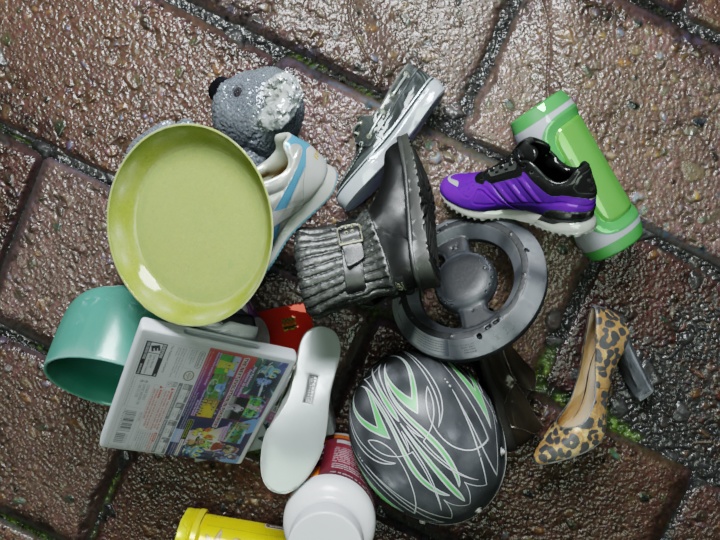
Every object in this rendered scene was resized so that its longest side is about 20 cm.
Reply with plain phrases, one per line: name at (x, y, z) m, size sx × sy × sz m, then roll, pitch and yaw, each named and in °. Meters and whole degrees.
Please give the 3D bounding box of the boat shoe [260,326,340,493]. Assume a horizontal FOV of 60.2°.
boat shoe at (-0.068, 0.172, 0.765) m, size 0.069 × 0.064 × 0.203 m, roll 18°, pitch 69°, yaw 0°

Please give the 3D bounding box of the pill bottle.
pill bottle at (-0.035, 0.290, 0.768) m, size 0.110 × 0.200 × 0.116 m, roll 0°, pitch 96°, yaw 2°

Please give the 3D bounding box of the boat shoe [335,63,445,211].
boat shoe at (0.024, -0.170, 0.789) m, size 0.071 × 0.072 × 0.201 m, roll 37°, pitch 86°, yaw 6°

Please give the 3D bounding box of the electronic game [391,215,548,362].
electronic game at (0.129, 0.016, 0.757) m, size 0.198 × 0.201 × 0.042 m, roll -34°, pitch 139°, yaw 6°

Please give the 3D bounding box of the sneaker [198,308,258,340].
sneaker at (-0.192, -0.001, 0.744) m, size 0.197 × 0.075 × 0.115 m, roll 27°, pitch 88°, yaw 17°

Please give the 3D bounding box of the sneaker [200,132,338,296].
sneaker at (-0.116, -0.057, 0.677) m, size 0.081 × 0.076 × 0.201 m, roll 39°, pitch 89°, yaw -35°

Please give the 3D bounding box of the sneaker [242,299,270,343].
sneaker at (-0.180, 0.067, 0.810) m, size 0.098 × 0.075 × 0.203 m, roll -24°, pitch 76°, yaw 12°

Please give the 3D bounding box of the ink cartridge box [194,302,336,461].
ink cartridge box at (-0.145, 0.149, 0.836) m, size 0.196 × 0.044 × 0.177 m, roll -12°, pitch 97°, yaw 3°

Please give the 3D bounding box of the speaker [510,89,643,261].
speaker at (0.268, -0.116, 0.770) m, size 0.088 × 0.088 × 0.202 m, roll -32°, pitch 94°, yaw 5°

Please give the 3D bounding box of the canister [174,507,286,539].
canister at (-0.153, 0.417, 0.845) m, size 0.196 × 0.087 × 0.152 m, roll 10°, pitch 97°, yaw 0°

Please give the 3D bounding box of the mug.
mug at (-0.286, 0.094, 0.783) m, size 0.181 × 0.153 × 0.116 m, roll 13°, pitch 55°, yaw -10°

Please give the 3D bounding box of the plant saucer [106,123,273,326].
plant saucer at (-0.172, -0.046, 0.639) m, size 0.196 × 0.031 × 0.205 m, roll 2°, pitch 96°, yaw 19°

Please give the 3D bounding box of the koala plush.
koala plush at (-0.139, -0.157, 0.748) m, size 0.183 × 0.178 × 0.201 m, roll 39°, pitch 96°, yaw -14°

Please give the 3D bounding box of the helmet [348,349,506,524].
helmet at (0.079, 0.198, 0.757) m, size 0.195 × 0.191 × 0.205 m, roll 0°, pitch 96°, yaw 3°

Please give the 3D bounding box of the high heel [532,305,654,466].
high heel at (0.275, 0.147, 0.801) m, size 0.198 × 0.071 × 0.144 m, roll -34°, pitch 101°, yaw -11°

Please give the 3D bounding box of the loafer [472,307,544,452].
loafer at (0.191, 0.134, 0.813) m, size 0.070 × 0.073 × 0.204 m, roll -18°, pitch 105°, yaw 0°

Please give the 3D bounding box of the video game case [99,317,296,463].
video game case at (-0.194, 0.151, 0.735) m, size 0.179 × 0.023 × 0.202 m, roll 15°, pitch 122°, yaw -24°

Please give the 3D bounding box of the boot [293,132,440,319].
boot at (0.003, -0.055, 0.704) m, size 0.155 × 0.080 × 0.214 m, roll -13°, pitch 53°, yaw 17°

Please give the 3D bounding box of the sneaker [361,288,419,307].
sneaker at (0.000, 0.000, 0.764) m, size 0.197 × 0.083 × 0.072 m, roll 0°, pitch 117°, yaw 39°

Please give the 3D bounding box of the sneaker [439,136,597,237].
sneaker at (0.185, -0.112, 0.738) m, size 0.197 × 0.070 × 0.101 m, roll 15°, pitch 130°, yaw 32°
